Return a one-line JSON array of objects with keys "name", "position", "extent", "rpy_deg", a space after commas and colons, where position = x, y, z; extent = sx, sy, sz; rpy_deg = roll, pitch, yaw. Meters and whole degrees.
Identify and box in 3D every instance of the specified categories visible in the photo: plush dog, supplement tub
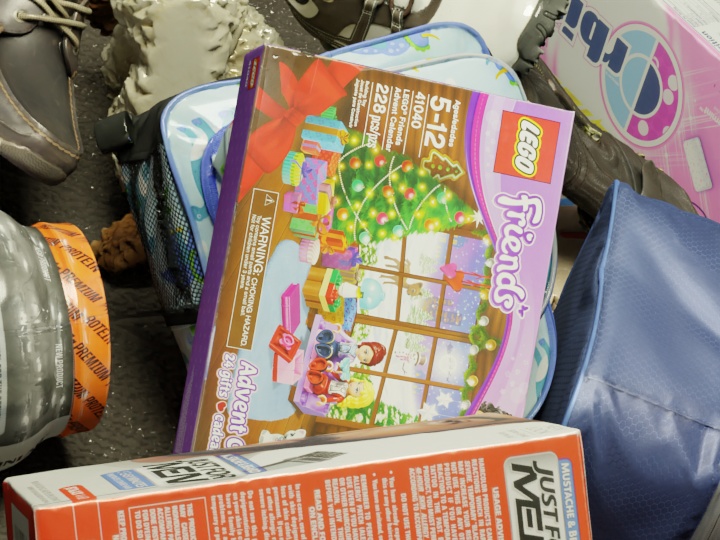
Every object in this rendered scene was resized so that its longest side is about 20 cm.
[{"name": "plush dog", "position": [-0.079, -0.087, 1.163], "extent": [0.200, 0.160, 0.172], "rpy_deg": [37, 19, -19]}, {"name": "supplement tub", "position": [-0.218, 0.034, 0.955], "extent": [0.200, 0.123, 0.123], "rpy_deg": [-5, 43, -24]}]

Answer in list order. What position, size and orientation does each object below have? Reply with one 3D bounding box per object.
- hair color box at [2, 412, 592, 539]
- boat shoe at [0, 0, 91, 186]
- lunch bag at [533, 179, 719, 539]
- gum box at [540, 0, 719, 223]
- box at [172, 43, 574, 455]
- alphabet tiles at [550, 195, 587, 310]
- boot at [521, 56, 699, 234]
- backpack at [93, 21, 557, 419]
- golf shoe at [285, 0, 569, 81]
[{"name": "hair color box", "position": [-0.026, 0.097, 0.815], "extent": [0.200, 0.064, 0.111], "rpy_deg": [-5, 1, -15]}, {"name": "boat shoe", "position": [-0.179, -0.129, 1.112], "extent": [0.074, 0.073, 0.200], "rpy_deg": [31, 24, -50]}, {"name": "lunch bag", "position": [0.151, 0.072, 1.017], "extent": [0.132, 0.136, 0.200], "rpy_deg": [18, 47, -1]}, {"name": "gum box", "position": [0.187, -0.107, 1.266], "extent": [0.066, 0.114, 0.200], "rpy_deg": [-14, 47, -31]}, {"name": "box", "position": [0.004, 0.019, 0.901], "extent": [0.137, 0.201, 0.039], "rpy_deg": [11, -4, -16]}, {"name": "alphabet tiles", "position": [0.100, 0.011, 1.177], "extent": [0.195, 0.015, 0.200], "rpy_deg": [1, 41, -17]}, {"name": "boot", "position": [0.104, -0.075, 1.189], "extent": [0.174, 0.069, 0.200], "rpy_deg": [31, 24, -33]}, {"name": "backpack", "position": [0.000, 0.000, 0.998], "extent": [0.183, 0.200, 0.147], "rpy_deg": [-16, 3, -21]}, {"name": "golf shoe", "position": [0.018, -0.136, 1.106], "extent": [0.094, 0.078, 0.200], "rpy_deg": [35, -14, -34]}]
